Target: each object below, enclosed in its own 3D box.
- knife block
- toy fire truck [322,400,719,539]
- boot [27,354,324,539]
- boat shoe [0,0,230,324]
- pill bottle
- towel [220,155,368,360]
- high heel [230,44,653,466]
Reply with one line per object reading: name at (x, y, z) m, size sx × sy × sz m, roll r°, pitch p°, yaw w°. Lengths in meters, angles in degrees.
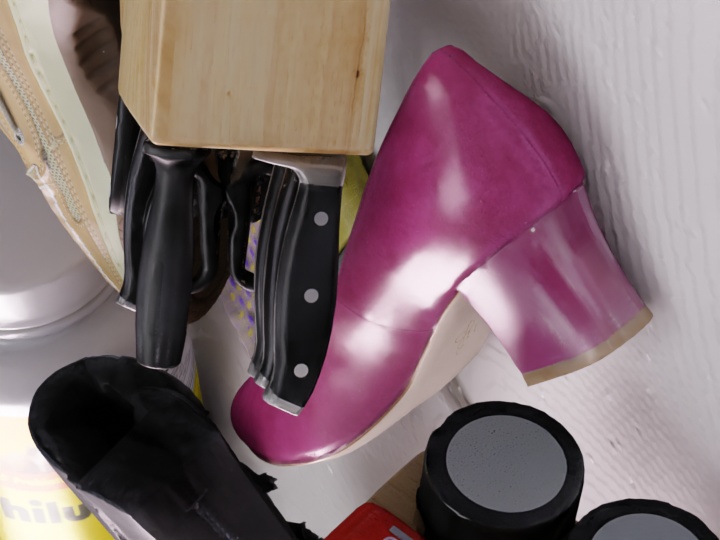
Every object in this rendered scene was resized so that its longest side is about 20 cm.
knife block at (-0.027, -0.067, 0.640) m, size 0.200 × 0.064 × 0.176 m, roll 116°, pitch 152°, yaw -58°
toy fire truck at (0.032, 0.144, 0.611) m, size 0.176 × 0.200 × 0.129 m, roll 34°, pitch 144°, yaw 23°
boot at (-0.059, 0.108, 0.850) m, size 0.164 × 0.066 × 0.200 m, roll 11°, pitch 151°, yaw 46°
boat shoe at (-0.097, -0.068, 0.757) m, size 0.076 × 0.072 × 0.201 m, roll 3°, pitch 130°, yaw 25°
pill bottle at (-0.118, 0.035, 0.901) m, size 0.109 × 0.109 × 0.200 m, roll 48°, pitch 159°, yaw 30°
towel at (-0.058, -0.060, 0.834) m, size 0.201 × 0.023 × 0.144 m, roll 59°, pitch 154°, yaw 13°
high heel at (0.000, 0.000, 0.714) m, size 0.096 × 0.067 × 0.200 m, roll 57°, pitch 150°, yaw -7°
